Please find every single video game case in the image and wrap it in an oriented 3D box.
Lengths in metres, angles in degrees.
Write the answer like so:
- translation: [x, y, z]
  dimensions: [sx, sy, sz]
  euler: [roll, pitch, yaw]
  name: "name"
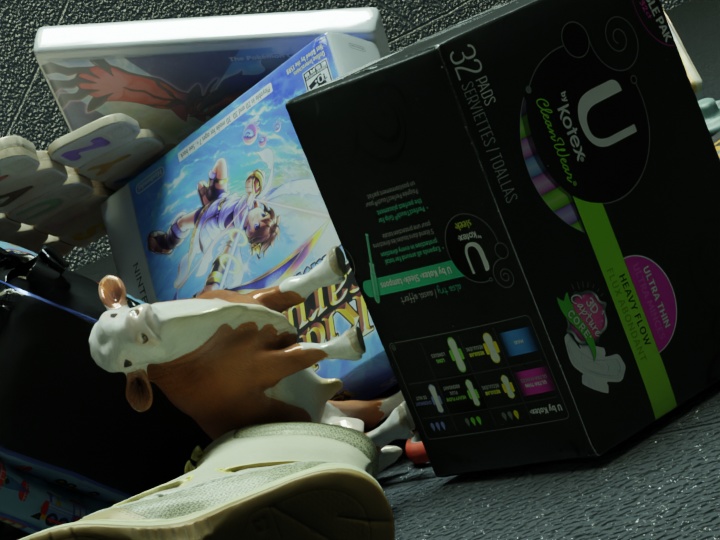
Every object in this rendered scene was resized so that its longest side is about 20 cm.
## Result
- translation: [-0.071, -0.084, 1.381]
  dimensions: [0.199, 0.023, 0.183]
  euler: [-2, -34, 12]
  name: "video game case"
- translation: [-0.048, -0.002, 1.296]
  dimensions: [0.045, 0.182, 0.200]
  euler: [8, -33, -47]
  name: "video game case"

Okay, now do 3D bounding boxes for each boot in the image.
- translation: [-0.083, 0.123, 1.073]
  dimensions: [0.199, 0.073, 0.155]
  euler: [-17, 8, 1]
  name: "boot"

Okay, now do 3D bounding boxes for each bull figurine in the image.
- translation: [-0.047, 0.051, 1.164]
  dimensions: [0.121, 0.065, 0.200]
  euler: [-17, -35, 15]
  name: "bull figurine"

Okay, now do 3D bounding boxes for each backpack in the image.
- translation: [-0.181, 0.058, 1.255]
  dimensions: [0.182, 0.135, 0.200]
  euler: [28, -6, -40]
  name: "backpack"

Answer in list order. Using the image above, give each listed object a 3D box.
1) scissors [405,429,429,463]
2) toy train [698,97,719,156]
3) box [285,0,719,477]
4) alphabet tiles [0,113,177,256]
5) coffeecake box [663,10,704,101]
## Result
- translation: [0.078, 0.061, 1.277]
  dimensions: [0.073, 0.014, 0.200]
  euler: [-21, 8, 22]
  name: "scissors"
- translation: [0.201, -0.040, 1.380]
  dimensions: [0.200, 0.086, 0.114]
  euler: [-32, 20, -27]
  name: "toy train"
- translation: [0.084, -0.023, 1.129]
  dimensions: [0.148, 0.201, 0.124]
  euler: [-28, 8, -37]
  name: "box"
- translation: [-0.199, -0.033, 1.349]
  dimensions: [0.195, 0.015, 0.200]
  euler: [-24, -14, 10]
  name: "alphabet tiles"
- translation: [0.125, -0.065, 1.530]
  dimensions: [0.199, 0.073, 0.154]
  euler: [-22, -35, 0]
  name: "coffeecake box"
